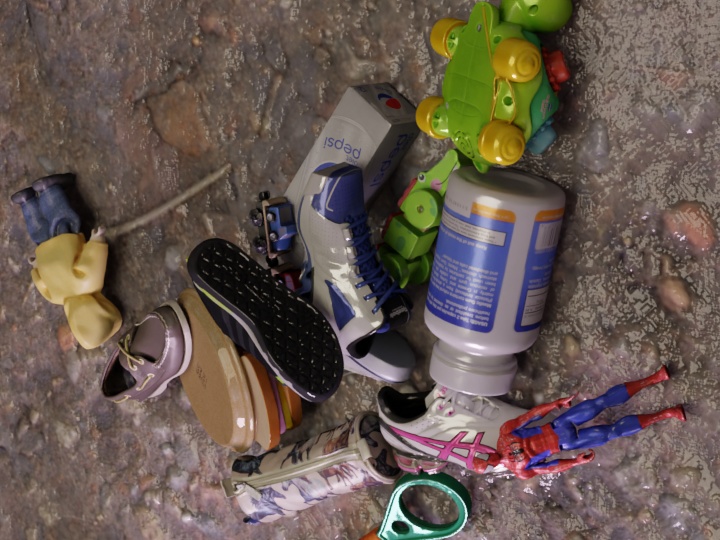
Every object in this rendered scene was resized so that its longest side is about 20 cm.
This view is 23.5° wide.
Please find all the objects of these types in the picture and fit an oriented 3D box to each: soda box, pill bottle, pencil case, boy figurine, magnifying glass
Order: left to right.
[{"bbox_3d":[-0.326,-0.011,1.965,0.124,0.064,0.200,-28,83,35],"label":"boy figurine"},{"bbox_3d":[-0.046,0.206,1.796,0.200,0.089,0.078,-23,86,35],"label":"pencil case"},{"bbox_3d":[-0.020,-0.091,1.733,0.063,0.068,0.200,44,120,20],"label":"soda box"},{"bbox_3d":[0.037,0.265,1.776,0.080,0.022,0.200,40,132,-11],"label":"magnifying glass"},{"bbox_3d":[0.121,0.011,1.627,0.112,0.112,0.200,21,110,30],"label":"pill bottle"}]

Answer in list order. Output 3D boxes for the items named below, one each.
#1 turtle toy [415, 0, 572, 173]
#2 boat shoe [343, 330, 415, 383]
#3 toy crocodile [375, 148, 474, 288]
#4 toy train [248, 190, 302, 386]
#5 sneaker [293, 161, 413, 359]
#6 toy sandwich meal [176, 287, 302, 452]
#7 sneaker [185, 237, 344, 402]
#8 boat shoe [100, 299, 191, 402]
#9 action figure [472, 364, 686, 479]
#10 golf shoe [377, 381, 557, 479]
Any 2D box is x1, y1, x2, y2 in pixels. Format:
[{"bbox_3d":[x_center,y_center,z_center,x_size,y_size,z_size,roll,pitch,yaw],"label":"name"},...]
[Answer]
[{"bbox_3d":[0.137,-0.185,1.582,0.146,0.101,0.200,31,115,55],"label":"turtle toy"},{"bbox_3d":[-0.032,0.081,1.771,0.202,0.075,0.086,31,115,30],"label":"boat shoe"},{"bbox_3d":[0.051,-0.040,1.693,0.062,0.067,0.200,41,119,22],"label":"toy crocodile"},{"bbox_3d":[-0.076,0.019,1.732,0.046,0.034,0.200,-3,99,36],"label":"toy train"},{"bbox_3d":[0.000,0.001,1.657,0.115,0.081,0.200,21,118,27],"label":"sneaker"},{"bbox_3d":[-0.136,0.102,1.841,0.205,0.070,0.205,48,148,43],"label":"toy sandwich meal"},{"bbox_3d":[-0.092,0.048,1.665,0.200,0.072,0.083,48,158,10],"label":"sneaker"},{"bbox_3d":[-0.235,0.093,1.876,0.072,0.059,0.200,67,152,15],"label":"boat shoe"},{"bbox_3d":[0.196,0.146,1.592,0.200,0.052,0.066,-22,90,12],"label":"action figure"},{"bbox_3d":[0.101,0.150,1.675,0.200,0.073,0.092,-5,124,34],"label":"golf shoe"}]
